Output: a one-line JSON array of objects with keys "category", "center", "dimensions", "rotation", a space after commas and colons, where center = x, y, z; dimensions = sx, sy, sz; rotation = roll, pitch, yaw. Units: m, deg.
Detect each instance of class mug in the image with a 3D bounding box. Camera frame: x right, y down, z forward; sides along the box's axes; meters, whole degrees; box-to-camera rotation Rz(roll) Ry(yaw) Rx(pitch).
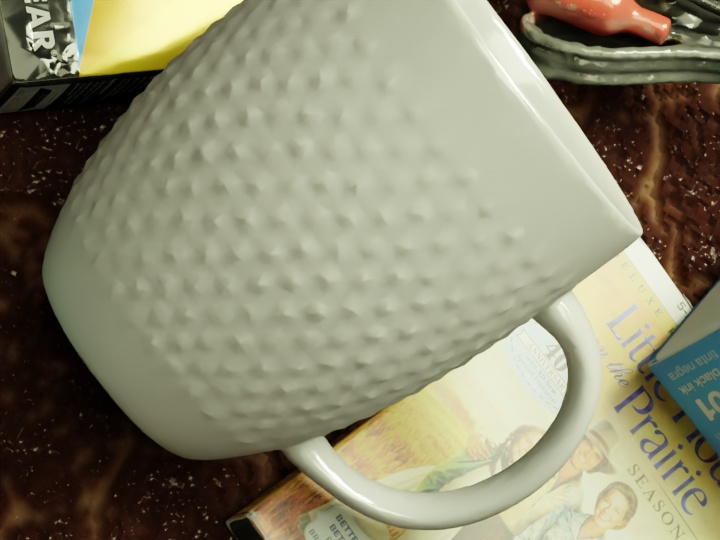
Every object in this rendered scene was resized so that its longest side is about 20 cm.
[{"category": "mug", "center": [0.000, 0.000, 0.882], "dimensions": [0.175, 0.148, 0.200], "rotation": [-36, 99, 9]}]

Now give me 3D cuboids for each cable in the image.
[{"category": "cable", "center": [0.141, -0.095, 0.983], "dimensions": [0.200, 0.050, 0.097], "rotation": [20, 43, 16]}]

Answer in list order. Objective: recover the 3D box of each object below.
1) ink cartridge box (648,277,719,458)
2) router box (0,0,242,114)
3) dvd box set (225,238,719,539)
[{"category": "ink cartridge box", "center": [0.226, 0.063, 0.976], "dimensions": [0.200, 0.086, 0.146], "rotation": [53, 44, -4]}, {"category": "router box", "center": [-0.084, -0.166, 0.949], "dimensions": [0.149, 0.051, 0.200], "rotation": [-8, 81, -25]}, {"category": "dvd box set", "center": [0.069, 0.095, 0.961], "dimensions": [0.200, 0.029, 0.146], "rotation": [-35, 92, -24]}]
